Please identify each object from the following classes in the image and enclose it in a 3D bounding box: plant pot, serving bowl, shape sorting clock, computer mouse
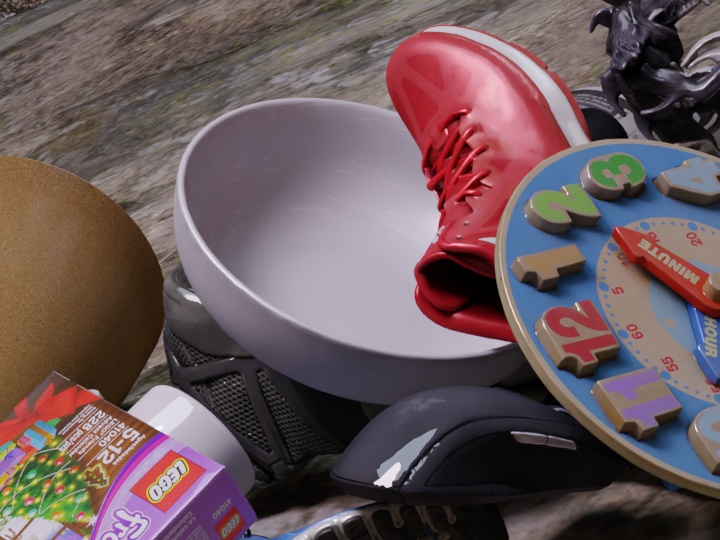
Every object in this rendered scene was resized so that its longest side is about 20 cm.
[{"bbox_3d":[-0.220,0.065,1.452,0.185,0.187,0.200,-16,31,18],"label":"plant pot"},{"bbox_3d":[0.000,0.000,1.231,0.199,0.066,0.201,13,37,-10],"label":"serving bowl"},{"bbox_3d":[0.153,0.017,1.118,0.200,0.200,0.039,-35,-19,-38],"label":"shape sorting clock"},{"bbox_3d":[0.058,0.070,1.134,0.199,0.046,0.140,0,5,-34],"label":"computer mouse"}]

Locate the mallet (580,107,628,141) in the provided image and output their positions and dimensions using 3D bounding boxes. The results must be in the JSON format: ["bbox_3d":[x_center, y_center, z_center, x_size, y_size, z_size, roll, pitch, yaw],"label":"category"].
[{"bbox_3d":[0.179,-0.027,1.279,0.199,0.041,0.066,20,46,14],"label":"mallet"}]

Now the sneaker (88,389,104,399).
[{"bbox_3d":[-0.197,0.145,1.303,0.200,0.080,0.078,-33,18,-27],"label":"sneaker"}]

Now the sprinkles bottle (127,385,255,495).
[{"bbox_3d":[-0.137,0.144,1.168,0.200,0.068,0.068,-46,25,-21],"label":"sprinkles bottle"}]

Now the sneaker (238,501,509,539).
[{"bbox_3d":[-0.031,0.139,1.118,0.199,0.079,0.089,-20,19,7],"label":"sneaker"}]

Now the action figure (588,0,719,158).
[{"bbox_3d":[0.193,-0.090,1.323,0.102,0.200,0.119,-38,7,5],"label":"action figure"}]

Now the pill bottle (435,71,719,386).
[{"bbox_3d":[0.117,-0.031,1.390,0.116,0.117,0.200,-3,25,47],"label":"pill bottle"}]

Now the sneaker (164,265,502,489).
[{"bbox_3d":[-0.014,0.075,1.297,0.198,0.115,0.076,18,33,22],"label":"sneaker"}]

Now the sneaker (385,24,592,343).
[{"bbox_3d":[0.054,-0.042,1.191,0.115,0.079,0.200,-15,47,-40],"label":"sneaker"}]

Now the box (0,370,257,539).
[{"bbox_3d":[-0.158,0.142,1.094,0.200,0.039,0.137,-46,41,-20],"label":"box"}]
